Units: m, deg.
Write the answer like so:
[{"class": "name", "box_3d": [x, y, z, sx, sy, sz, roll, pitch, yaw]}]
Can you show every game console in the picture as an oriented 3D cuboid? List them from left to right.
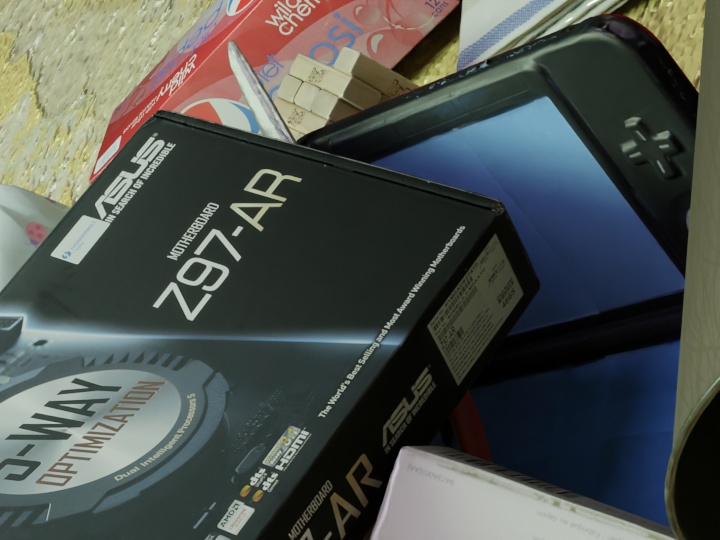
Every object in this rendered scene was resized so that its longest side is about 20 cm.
[{"class": "game console", "box_3d": [0.049, 0.031, 0.814, 0.200, 0.172, 0.119, -18, 26, 52]}]

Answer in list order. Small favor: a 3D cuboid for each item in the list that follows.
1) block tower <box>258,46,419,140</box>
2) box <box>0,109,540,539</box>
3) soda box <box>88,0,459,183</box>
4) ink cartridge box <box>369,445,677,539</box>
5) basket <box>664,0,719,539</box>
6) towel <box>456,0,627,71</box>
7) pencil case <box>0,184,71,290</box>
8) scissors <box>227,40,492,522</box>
[{"class": "block tower", "box_3d": [-0.036, 0.005, 0.990, 0.200, 0.054, 0.058, -62, 30, 2]}, {"class": "box", "box_3d": [-0.060, 0.045, 0.774, 0.160, 0.044, 0.200, 18, 59, 38]}, {"class": "soda box", "box_3d": [-0.038, -0.096, 1.088, 0.200, 0.070, 0.063, -43, 22, 35]}, {"class": "ink cartridge box", "box_3d": [0.036, 0.164, 0.726, 0.109, 0.050, 0.200, 19, 91, 18]}, {"class": "basket", "box_3d": [0.161, -0.033, 0.668, 0.180, 0.136, 0.200, -44, 31, 41]}, {"class": "towel", "box_3d": [0.096, -0.178, 0.996, 0.147, 0.024, 0.200, -35, 38, 45]}, {"class": "pencil case", "box_3d": [-0.192, 0.054, 1.214, 0.091, 0.083, 0.200, -36, 39, 46]}, {"class": "scissors", "box_3d": [0.000, 0.000, 0.847, 0.073, 0.014, 0.200, -28, 76, 54]}]
